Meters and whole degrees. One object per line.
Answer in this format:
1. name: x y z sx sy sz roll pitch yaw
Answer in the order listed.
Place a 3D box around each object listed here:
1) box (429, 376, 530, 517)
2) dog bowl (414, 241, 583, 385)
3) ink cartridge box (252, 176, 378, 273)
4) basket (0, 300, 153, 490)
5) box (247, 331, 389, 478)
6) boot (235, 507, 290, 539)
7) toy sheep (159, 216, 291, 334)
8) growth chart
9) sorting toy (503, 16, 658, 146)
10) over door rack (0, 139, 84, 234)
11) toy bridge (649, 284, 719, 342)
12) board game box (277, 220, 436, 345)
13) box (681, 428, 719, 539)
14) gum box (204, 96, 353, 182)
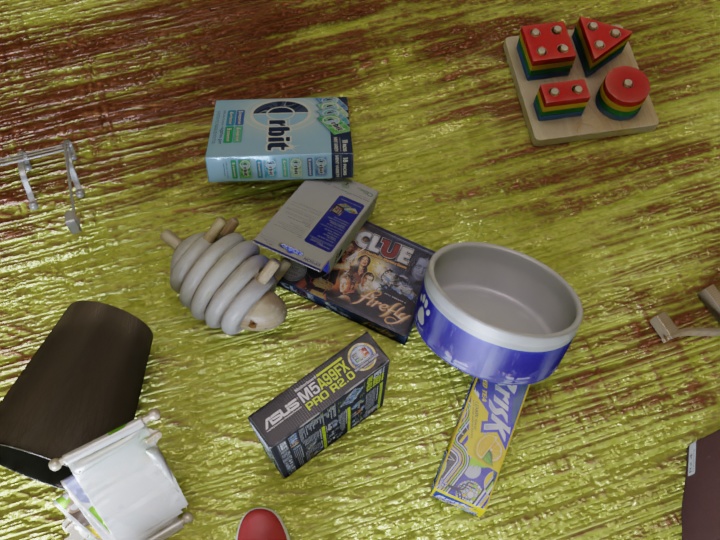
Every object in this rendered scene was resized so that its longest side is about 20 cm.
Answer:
1. box: 0.156 0.198 0.959 0.070 0.064 0.200 22 67 8
2. dog bowl: 0.172 0.050 0.966 0.200 0.079 0.200 11 32 -7
3. ink cartridge box: -0.058 -0.062 1.016 0.099 0.039 0.200 25 42 9
4. basket: -0.340 0.150 0.930 0.180 0.136 0.200 39 52 -33
5. box: -0.044 0.164 0.895 0.160 0.200 0.044 -35 71 -14
6. boot: -0.111 0.357 0.838 0.072 0.144 0.200 -5 65 -2
7. toy sheep: -0.179 0.007 1.000 0.200 0.138 0.138 38 70 10
8. growth chart: -0.272 0.259 0.870 0.145 0.200 0.018 -21 35 -18
9. sorting toy: 0.346 -0.307 1.186 0.199 0.070 0.200 -8 66 -5
10. over door rack: -0.466 -0.094 1.064 0.148 0.067 0.200 -16 46 -8
11. toy bridge: 0.495 0.053 1.052 0.200 0.027 0.067 -26 70 -12
12. board game box: 0.000 0.000 1.059 0.200 0.035 0.136 24 67 9
13. box: 0.499 0.284 0.873 0.200 0.164 0.166 11 66 4
14. gum box: -0.114 -0.191 1.101 0.200 0.045 0.170 -3 39 -3
